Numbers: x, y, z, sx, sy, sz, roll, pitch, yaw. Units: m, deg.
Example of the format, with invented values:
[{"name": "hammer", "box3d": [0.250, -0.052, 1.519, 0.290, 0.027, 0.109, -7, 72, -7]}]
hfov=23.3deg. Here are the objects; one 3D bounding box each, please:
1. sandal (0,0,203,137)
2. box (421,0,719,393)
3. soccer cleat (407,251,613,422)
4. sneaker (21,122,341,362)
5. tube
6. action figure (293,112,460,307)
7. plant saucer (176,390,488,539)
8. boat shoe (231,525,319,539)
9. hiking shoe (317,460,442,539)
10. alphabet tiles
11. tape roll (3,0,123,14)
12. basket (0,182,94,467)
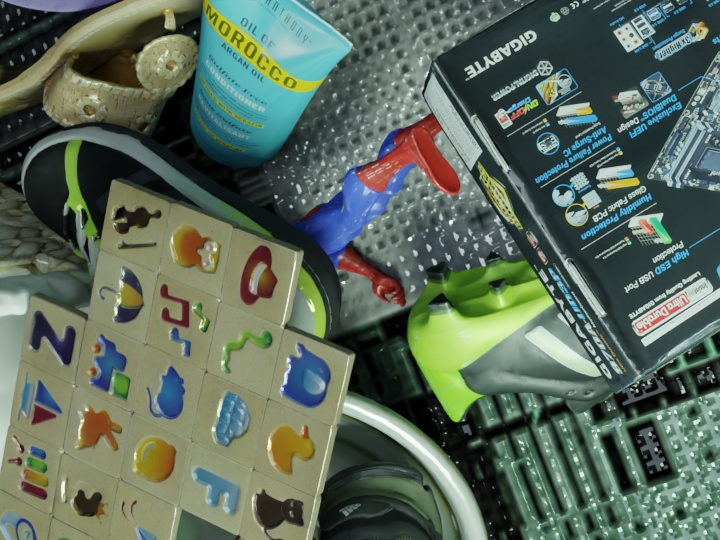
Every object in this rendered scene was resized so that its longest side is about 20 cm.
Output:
[{"name": "sandal", "box3d": [-0.130, -0.087, 0.886, 0.212, 0.078, 0.070, -15, 91, 37]}, {"name": "box", "box3d": [0.151, -0.068, 0.744, 0.200, 0.046, 0.159, -32, 82, -9]}, {"name": "soccer cleat", "box3d": [0.122, 0.020, 0.811, 0.200, 0.068, 0.081, -12, 122, 14]}, {"name": "sneaker", "box3d": [-0.101, -0.006, 0.812, 0.200, 0.083, 0.072, 24, 139, 32]}, {"name": "tube", "box3d": [-0.046, -0.096, 0.793, 0.077, 0.200, 0.050, 35, 75, 0]}, {"name": "action figure", "box3d": [0.000, 0.000, 0.841, 0.200, 0.065, 0.099, -28, 101, 46]}, {"name": "plant saucer", "box3d": [-0.035, 0.129, 0.866, 0.200, 0.050, 0.200, 3, 118, 6]}, {"name": "boat shoe", "box3d": [-0.057, 0.207, 0.846, 0.071, 0.063, 0.200, 14, 123, -1]}, {"name": "hiking shoe", "box3d": [0.028, 0.191, 0.805, 0.076, 0.101, 0.200, -21, 113, 19]}, {"name": "alphabet tiles", "box3d": [-0.087, 0.068, 0.772, 0.167, 0.008, 0.200, 22, 109, 26]}, {"name": "tape roll", "box3d": [-0.129, -0.228, 0.871, 0.200, 0.085, 0.200, 3, 97, 22]}, {"name": "basket", "box3d": [-0.238, 0.058, 0.887, 0.161, 0.198, 0.200, 31, 107, 21]}]
